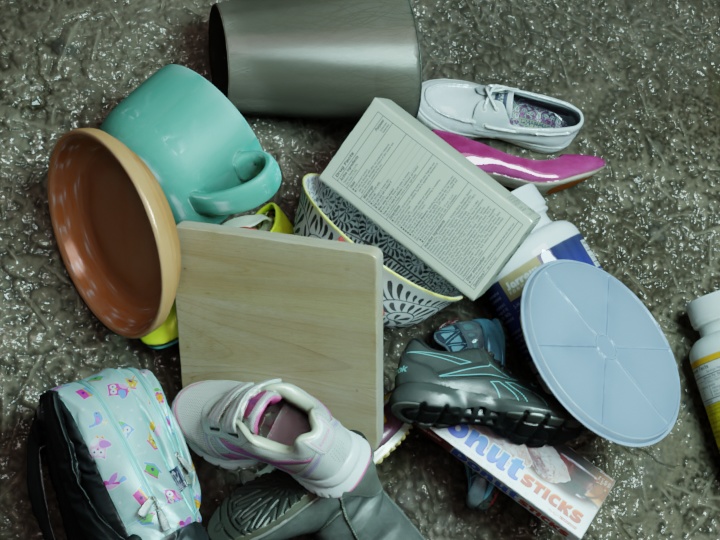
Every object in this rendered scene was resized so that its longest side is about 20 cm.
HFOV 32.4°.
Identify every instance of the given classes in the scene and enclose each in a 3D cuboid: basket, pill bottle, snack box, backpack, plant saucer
[{"bbox_3d":[-0.053,-0.229,1.310,0.198,0.136,0.182,-7,67,-16],"label":"basket"},{"bbox_3d":[0.425,0.121,1.352,0.112,0.113,0.201,-11,76,-20],"label":"pill bottle"},{"bbox_3d":[0.146,0.175,1.204,0.199,0.024,0.072,36,64,7],"label":"snack box"},{"bbox_3d":[-0.217,0.190,1.114,0.126,0.167,0.201,-15,73,-39],"label":"backpack"},{"bbox_3d":[-0.226,-0.037,1.155,0.037,0.200,0.201,-21,79,-37],"label":"plant saucer"},{"bbox_3d":[0.196,0.016,1.310,0.119,0.120,0.201,-28,82,-24],"label":"pill bottle"}]

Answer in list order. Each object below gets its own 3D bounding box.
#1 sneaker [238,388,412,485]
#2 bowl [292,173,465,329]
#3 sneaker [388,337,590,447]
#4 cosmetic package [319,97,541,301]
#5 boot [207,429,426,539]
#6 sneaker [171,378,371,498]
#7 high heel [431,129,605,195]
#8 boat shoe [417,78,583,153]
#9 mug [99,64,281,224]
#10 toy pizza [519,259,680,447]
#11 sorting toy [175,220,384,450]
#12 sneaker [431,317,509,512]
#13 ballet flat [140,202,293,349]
[{"bbox_3d":[-0.027,0.165,1.214,0.200,0.075,0.090,-42,94,-26],"label":"sneaker"},{"bbox_3d":[0.000,0.000,1.246,0.200,0.201,0.094,34,106,-4],"label":"bowl"},{"bbox_3d":[0.128,0.113,1.176,0.198,0.076,0.080,12,58,-7],"label":"sneaker"},{"bbox_3d":[0.070,-0.073,1.241,0.200,0.073,0.104,40,104,9],"label":"cosmetic package"},{"bbox_3d":[-0.025,0.265,1.151,0.181,0.073,0.201,-26,122,-5],"label":"boot"},{"bbox_3d":[-0.089,0.129,1.090,0.199,0.088,0.082,10,58,29],"label":"sneaker"},{"bbox_3d":[0.175,-0.129,1.384,0.198,0.067,0.097,-14,81,-10],"label":"high heel"},{"bbox_3d":[0.155,-0.178,1.390,0.199,0.069,0.073,17,68,-12],"label":"boat shoe"},{"bbox_3d":[-0.176,-0.107,1.198,0.114,0.185,0.152,-45,105,-21],"label":"mug"},{"bbox_3d":[0.227,0.080,1.193,0.199,0.032,0.201,21,48,-26],"label":"toy pizza"},{"bbox_3d":[-0.067,0.050,1.159,0.198,0.200,0.070,8,26,18],"label":"sorting toy"},{"bbox_3d":[0.104,0.148,1.274,0.095,0.079,0.202,1,67,1],"label":"sneaker"},{"bbox_3d":[-0.146,-0.003,1.232,0.200,0.067,0.067,-36,41,-28],"label":"ballet flat"}]
